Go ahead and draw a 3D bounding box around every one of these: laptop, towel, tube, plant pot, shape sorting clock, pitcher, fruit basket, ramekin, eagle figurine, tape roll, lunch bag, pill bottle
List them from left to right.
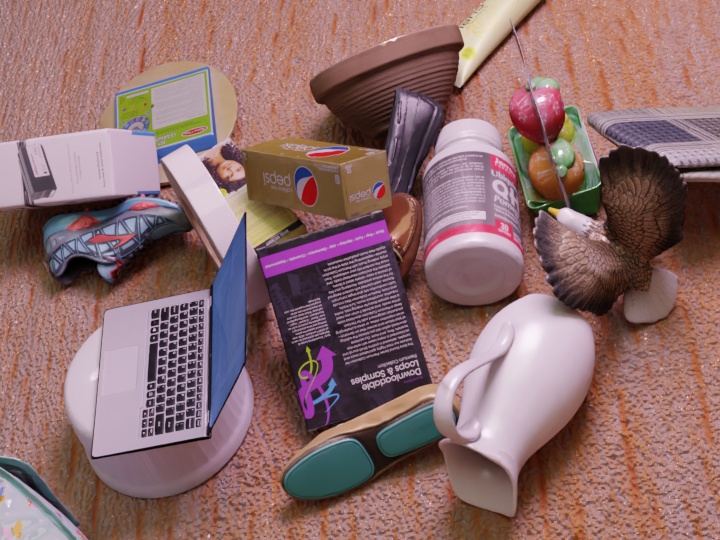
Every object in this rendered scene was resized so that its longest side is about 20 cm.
[{"bbox_3d":[-0.334,0.274,1.214,0.199,0.171,0.122,35,69,32],"label":"lunch bag"},{"bbox_3d":[-0.223,0.134,1.343,0.198,0.098,0.202,-9,50,10],"label":"ramekin"},{"bbox_3d":[-0.257,-0.197,1.656,0.197,0.039,0.202,-8,55,12],"label":"shape sorting clock"},{"bbox_3d":[-0.192,0.066,1.247,0.197,0.116,0.189,-11,49,8],"label":"laptop"},{"bbox_3d":[-0.162,-0.045,1.402,0.037,0.204,0.203,-30,50,-9],"label":"tape roll"},{"bbox_3d":[0.043,-0.221,1.523,0.199,0.201,0.094,-20,89,0],"label":"plant pot"},{"bbox_3d":[0.124,-0.071,1.393,0.109,0.111,0.202,-8,51,11],"label":"pill bottle"},{"bbox_3d":[0.167,-0.319,1.624,0.200,0.052,0.058,-46,13,-14],"label":"tube"},{"bbox_3d":[0.144,0.109,1.203,0.120,0.172,0.201,13,57,35],"label":"pitcher"},{"bbox_3d":[0.213,-0.153,1.374,0.093,0.201,0.187,-14,49,6],"label":"fruit basket"},{"bbox_3d":[0.252,-0.029,1.256,0.149,0.200,0.154,0,82,9],"label":"eagle figurine"},{"bbox_3d":[0.373,-0.138,1.357,0.198,0.035,0.193,-5,24,-18],"label":"towel"}]

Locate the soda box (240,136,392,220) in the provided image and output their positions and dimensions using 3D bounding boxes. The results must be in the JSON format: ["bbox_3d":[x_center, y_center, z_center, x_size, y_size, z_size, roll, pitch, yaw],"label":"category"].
[{"bbox_3d":[-0.053,-0.107,1.402,0.067,0.065,0.199,-20,20,-34],"label":"soda box"}]

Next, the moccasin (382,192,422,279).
[{"bbox_3d":[-0.001,-0.001,1.366,0.073,0.078,0.202,36,85,32],"label":"moccasin"}]

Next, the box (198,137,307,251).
[{"bbox_3d":[-0.140,-0.079,1.520,0.075,0.050,0.200,-33,51,-12],"label":"box"}]

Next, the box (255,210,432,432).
[{"bbox_3d":[-0.016,0.054,1.313,0.141,0.036,0.202,-16,86,3],"label":"box"}]

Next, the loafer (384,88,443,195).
[{"bbox_3d":[0.031,-0.113,1.443,0.070,0.068,0.203,22,89,-7],"label":"loafer"}]

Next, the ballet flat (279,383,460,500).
[{"bbox_3d":[0.010,0.175,1.269,0.198,0.069,0.063,-23,22,3],"label":"ballet flat"}]

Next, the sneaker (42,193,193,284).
[{"bbox_3d":[-0.294,-0.028,1.524,0.198,0.079,0.097,-11,67,13],"label":"sneaker"}]

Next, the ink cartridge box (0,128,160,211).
[{"bbox_3d":[-0.371,-0.124,1.554,0.197,0.144,0.085,-5,93,15],"label":"ink cartridge box"}]
